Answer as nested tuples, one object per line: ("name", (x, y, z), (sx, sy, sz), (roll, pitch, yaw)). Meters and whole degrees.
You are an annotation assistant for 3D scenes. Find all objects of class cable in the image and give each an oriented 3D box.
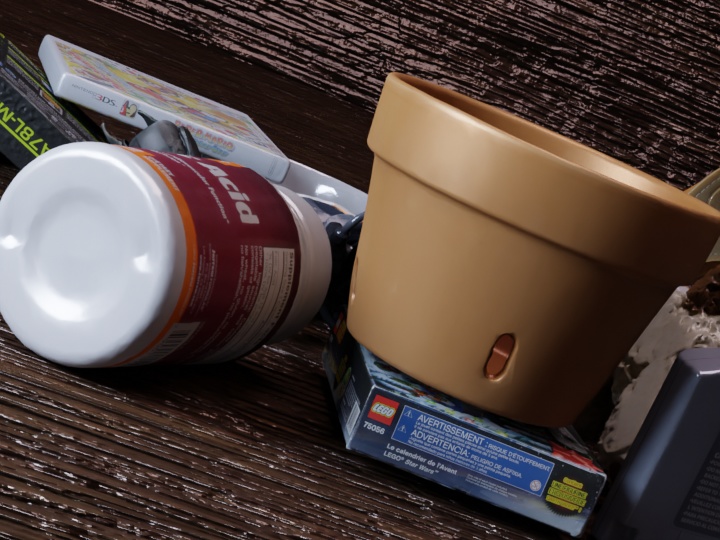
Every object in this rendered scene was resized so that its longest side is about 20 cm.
("cable", (0.044, 0.016, 1.241), (0.162, 0.051, 0.200), (17, -21, -4))

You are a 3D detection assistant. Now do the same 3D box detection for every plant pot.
("plant pot", (0.080, -0.006, 1.060), (0.199, 0.141, 0.200), (23, 10, -4))

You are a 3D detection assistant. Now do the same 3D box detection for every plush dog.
("plush dog", (0.225, 0.099, 1.229), (0.172, 0.160, 0.200), (48, -1, -26))

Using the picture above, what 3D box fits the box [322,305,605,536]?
("box", (0.053, 0.081, 1.113), (0.136, 0.040, 0.200), (22, 9, -10))

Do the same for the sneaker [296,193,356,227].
("sneaker", (0.000, 0.000, 1.363), (0.199, 0.079, 0.079), (21, -3, -18))

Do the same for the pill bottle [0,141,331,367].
("pill bottle", (-0.100, -0.006, 1.053), (0.114, 0.115, 0.200), (26, 10, 23))

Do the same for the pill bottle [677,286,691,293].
("pill bottle", (0.210, 0.045, 1.522), (0.116, 0.117, 0.200), (23, 9, 0))

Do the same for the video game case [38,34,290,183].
("video game case", (-0.155, -0.127, 1.496), (0.181, 0.023, 0.200), (21, 9, -17))

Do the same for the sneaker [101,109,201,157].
("sneaker", (-0.123, -0.049, 1.284), (0.105, 0.060, 0.200), (65, -8, -14))

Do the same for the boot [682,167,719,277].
("boot", (0.215, -0.027, 1.370), (0.199, 0.074, 0.155), (-24, 7, -16))

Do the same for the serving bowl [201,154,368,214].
("serving bowl", (-0.063, -0.045, 1.530), (0.199, 0.066, 0.200), (22, 8, -3))

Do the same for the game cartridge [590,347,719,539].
("game cartridge", (0.238, 0.117, 1.109), (0.199, 0.134, 0.042), (18, 10, -29))

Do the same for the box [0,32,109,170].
("box", (-0.253, -0.126, 1.391), (0.200, 0.048, 0.193), (44, 1, -17))
